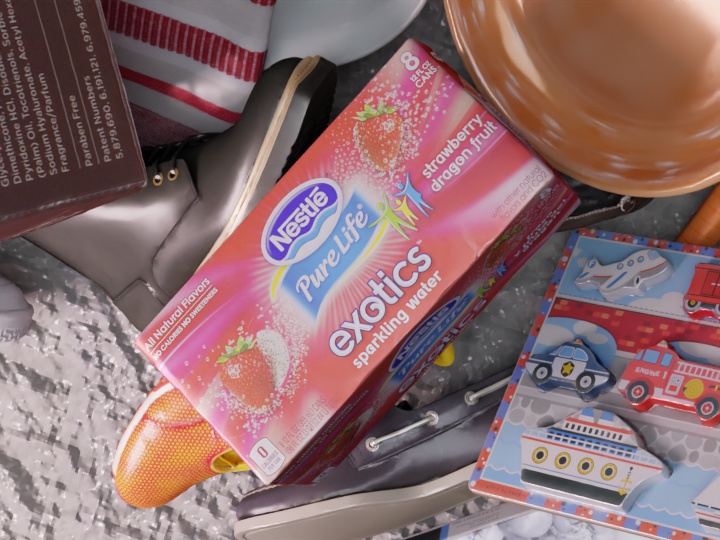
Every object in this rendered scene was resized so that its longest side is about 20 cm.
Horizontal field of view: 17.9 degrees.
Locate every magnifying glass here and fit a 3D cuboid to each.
[{"bbox_3d":[0.205,-0.063,1.159,0.022,0.080,0.201,34,110,1],"label":"magnifying glass"}]

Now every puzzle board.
[{"bbox_3d":[0.157,0.057,1.109,0.199,0.017,0.152,10,68,40],"label":"puzzle board"}]

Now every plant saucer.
[{"bbox_3d":[0.126,-0.134,1.076,0.199,0.037,0.202,21,125,32],"label":"plant saucer"}]

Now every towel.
[{"bbox_3d":[-0.115,-0.133,1.149,0.143,0.023,0.201,19,134,4],"label":"towel"}]

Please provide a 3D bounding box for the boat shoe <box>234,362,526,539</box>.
[{"bbox_3d":[0.025,0.096,1.204,0.198,0.073,0.063,-17,70,7],"label":"boat shoe"}]

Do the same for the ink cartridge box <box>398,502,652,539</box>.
[{"bbox_3d":[0.102,0.222,1.215,0.197,0.043,0.202,-20,96,8],"label":"ink cartridge box"}]

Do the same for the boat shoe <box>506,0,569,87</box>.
[{"bbox_3d":[0.166,-0.128,1.154,0.198,0.071,0.064,-11,95,15],"label":"boat shoe"}]

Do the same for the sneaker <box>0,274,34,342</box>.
[{"bbox_3d":[-0.246,-0.048,1.201,0.199,0.075,0.116,30,102,5],"label":"sneaker"}]

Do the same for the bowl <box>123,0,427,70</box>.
[{"bbox_3d":[-0.044,-0.205,1.134,0.199,0.091,0.202,11,132,12],"label":"bowl"}]

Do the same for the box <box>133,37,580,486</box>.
[{"bbox_3d":[0.000,0.000,1.095,0.100,0.095,0.200,45,95,14],"label":"box"}]

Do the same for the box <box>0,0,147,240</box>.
[{"bbox_3d":[-0.236,-0.084,1.068,0.199,0.165,0.166,-15,91,-34],"label":"box"}]

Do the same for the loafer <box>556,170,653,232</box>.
[{"bbox_3d":[0.056,-0.048,1.171,0.198,0.071,0.074,-11,96,7],"label":"loafer"}]

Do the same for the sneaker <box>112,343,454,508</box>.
[{"bbox_3d":[-0.044,0.069,1.173,0.199,0.073,0.078,-35,60,14],"label":"sneaker"}]

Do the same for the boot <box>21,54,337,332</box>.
[{"bbox_3d":[-0.105,-0.053,1.158,0.138,0.077,0.201,34,125,5],"label":"boot"}]
